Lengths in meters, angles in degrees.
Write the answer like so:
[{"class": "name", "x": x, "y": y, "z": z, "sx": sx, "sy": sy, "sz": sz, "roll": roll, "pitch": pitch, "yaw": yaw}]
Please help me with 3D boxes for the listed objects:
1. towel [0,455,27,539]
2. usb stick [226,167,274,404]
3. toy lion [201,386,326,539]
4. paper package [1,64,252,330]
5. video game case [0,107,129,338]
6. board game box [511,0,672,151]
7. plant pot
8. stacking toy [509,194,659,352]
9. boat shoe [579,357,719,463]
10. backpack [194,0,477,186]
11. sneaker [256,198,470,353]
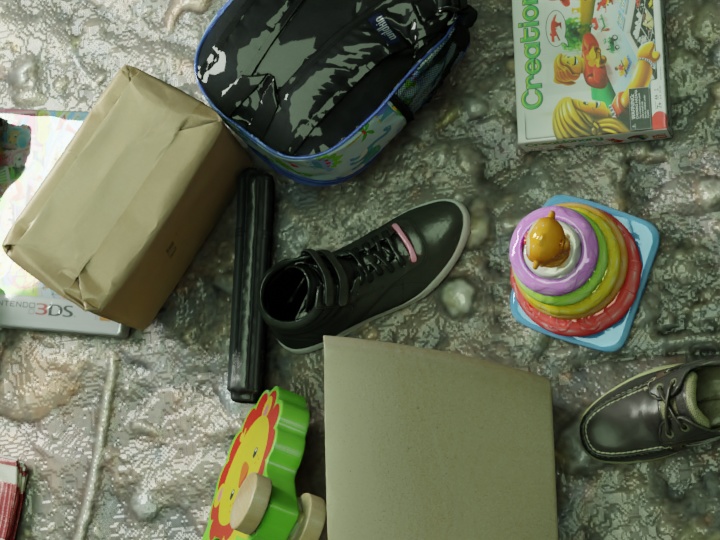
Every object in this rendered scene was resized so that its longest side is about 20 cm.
[{"class": "towel", "x": -0.380, "y": 0.258, "z": 1.662, "sx": 0.143, "sy": 0.023, "sz": 0.202, "roll": 8, "pitch": 83, "yaw": 20}, {"class": "usb stick", "x": -0.094, "y": 0.013, "z": 1.591, "sx": 0.032, "sy": 0.055, "sz": 0.202, "roll": 2, "pitch": 82, "yaw": 1}, {"class": "toy lion", "x": -0.094, "y": 0.201, "z": 1.509, "sx": 0.068, "sy": 0.192, "sz": 0.201, "roll": 22, "pitch": 107, "yaw": -16}, {"class": "paper package", "x": -0.188, "y": -0.057, "z": 1.541, "sx": 0.103, "sy": 0.200, "sz": 0.191, "roll": 34, "pitch": 87, "yaw": 7}, {"class": "video game case", "x": -0.283, "y": -0.046, "z": 1.676, "sx": 0.181, "sy": 0.022, "sz": 0.202, "roll": 4, "pitch": 83, "yaw": 18}, {"class": "board game box", "x": 0.191, "y": -0.206, "z": 1.545, "sx": 0.125, "sy": 0.035, "sz": 0.202, "roll": -5, "pitch": 80, "yaw": 17}, {"class": "plant pot", "x": 0.060, "y": 0.161, "z": 1.454, "sx": 0.176, "sy": 0.200, "sz": 0.202, "roll": -1, "pitch": 81, "yaw": -1}, {"class": "stacking toy", "x": 0.156, "y": -0.010, "z": 1.439, "sx": 0.109, "sy": 0.200, "sz": 0.117, "roll": 19, "pitch": 88, "yaw": 19}, {"class": "boat shoe", "x": 0.263, "y": 0.102, "z": 1.460, "sx": 0.199, "sy": 0.065, "sz": 0.074, "roll": -21, "pitch": 78, "yaw": 14}, {"class": "backpack", "x": -0.025, "y": -0.175, "z": 1.547, "sx": 0.183, "sy": 0.147, "sz": 0.200, "roll": 40, "pitch": 85, "yaw": 17}, {"class": "sneaker", "x": 0.000, "y": 0.000, "z": 1.540, "sx": 0.199, "sy": 0.099, "sz": 0.071, "roll": -33, "pitch": 72, "yaw": 9}]
